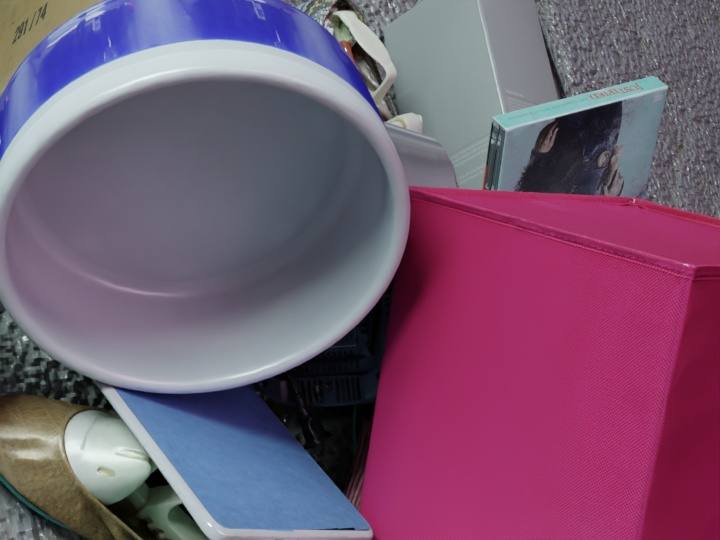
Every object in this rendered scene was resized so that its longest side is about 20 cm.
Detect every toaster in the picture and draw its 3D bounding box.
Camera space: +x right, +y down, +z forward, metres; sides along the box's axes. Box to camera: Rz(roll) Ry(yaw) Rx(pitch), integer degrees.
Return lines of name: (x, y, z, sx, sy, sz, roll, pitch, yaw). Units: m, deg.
toaster: (0.000, 0.000, 0.804, 0.129, 0.113, 0.201, -9, 92, -61)

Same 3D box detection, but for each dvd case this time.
dvd case: (0.147, -0.037, 0.974, 0.145, 0.201, 0.022, -16, 42, -26)

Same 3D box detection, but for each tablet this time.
tablet: (-0.088, 0.078, 0.719, 0.130, 0.014, 0.200, 16, 23, -52)

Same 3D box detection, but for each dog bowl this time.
dog bowl: (-0.081, -0.036, 0.653, 0.200, 0.200, 0.079, 27, 28, -34)

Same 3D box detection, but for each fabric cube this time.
fabric cube: (0.140, 0.072, 0.709, 0.199, 0.196, 0.200, 0, 102, -39)

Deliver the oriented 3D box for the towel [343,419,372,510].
towel: (0.060, 0.189, 0.860, 0.199, 0.023, 0.145, 23, 78, -38)

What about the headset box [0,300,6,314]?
headset box: (-0.273, -0.006, 0.610, 0.200, 0.077, 0.149, -32, 94, -51)

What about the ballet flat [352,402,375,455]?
ballet flat: (0.029, 0.077, 0.893, 0.068, 0.068, 0.201, 15, 59, -43)

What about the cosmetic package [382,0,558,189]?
cosmetic package: (0.093, -0.121, 1.045, 0.090, 0.107, 0.201, 14, 61, -42)

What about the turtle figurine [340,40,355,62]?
turtle figurine: (-0.058, -0.081, 0.883, 0.161, 0.064, 0.201, 28, 66, -55)

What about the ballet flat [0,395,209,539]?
ballet flat: (-0.111, 0.125, 0.712, 0.200, 0.072, 0.068, 46, 35, -18)

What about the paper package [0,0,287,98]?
paper package: (-0.135, -0.155, 0.746, 0.103, 0.200, 0.191, 24, 53, -35)

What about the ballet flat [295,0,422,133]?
ballet flat: (0.007, -0.114, 0.976, 0.072, 0.072, 0.201, -19, 84, -50)
